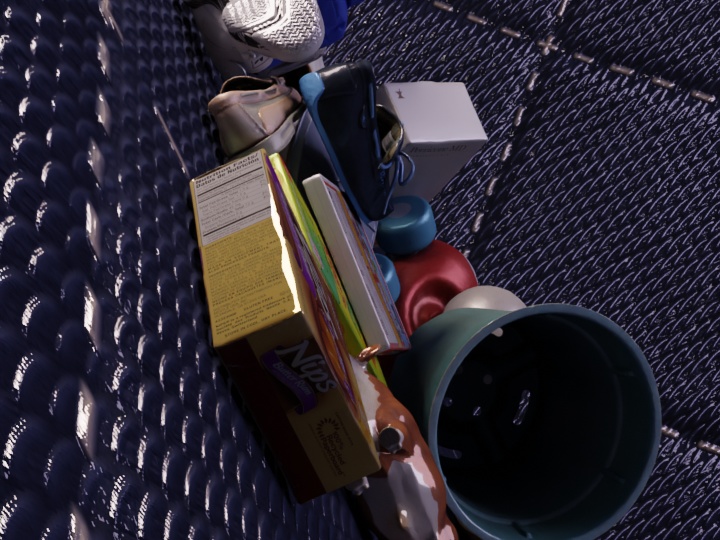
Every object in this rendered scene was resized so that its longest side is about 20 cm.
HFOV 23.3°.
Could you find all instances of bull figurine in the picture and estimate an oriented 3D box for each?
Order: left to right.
[{"bbox_3d":[0.019,0.144,1.226,0.121,0.065,0.201,-77,142,-78],"label":"bull figurine"}]

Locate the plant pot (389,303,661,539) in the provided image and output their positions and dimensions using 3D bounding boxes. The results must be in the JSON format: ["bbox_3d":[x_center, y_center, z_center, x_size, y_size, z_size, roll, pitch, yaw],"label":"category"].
[{"bbox_3d":[0.120,0.117,1.472,0.201,0.199,0.196,66,-13,-12],"label":"plant pot"}]

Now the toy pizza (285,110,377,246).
[{"bbox_3d":[-0.031,-0.067,1.532,0.200,0.031,0.202,5,90,-68],"label":"toy pizza"}]

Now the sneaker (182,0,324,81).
[{"bbox_3d":[-0.083,-0.202,1.474,0.200,0.075,0.115,39,-18,43],"label":"sneaker"}]

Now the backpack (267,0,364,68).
[{"bbox_3d":[-0.086,-0.304,1.644,0.200,0.167,0.163,-128,-159,-50],"label":"backpack"}]

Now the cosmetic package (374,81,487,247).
[{"bbox_3d":[0.025,-0.100,1.715,0.200,0.101,0.072,-47,-123,46],"label":"cosmetic package"}]

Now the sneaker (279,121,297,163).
[{"bbox_3d":[-0.069,-0.103,1.589,0.200,0.084,0.073,-52,142,-64],"label":"sneaker"}]

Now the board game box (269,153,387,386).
[{"bbox_3d":[-0.037,0.018,1.297,0.200,0.047,0.102,63,5,-50],"label":"board game box"}]

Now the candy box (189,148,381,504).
[{"bbox_3d":[-0.047,0.027,1.017,0.200,0.056,0.117,-105,171,-60],"label":"candy box"}]

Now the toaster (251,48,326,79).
[{"bbox_3d":[-0.100,-0.294,1.853,0.200,0.113,0.130,-111,179,-55],"label":"toaster"}]

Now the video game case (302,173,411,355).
[{"bbox_3d":[0.000,0.000,1.409,0.200,0.017,0.144,22,45,-83],"label":"video game case"}]

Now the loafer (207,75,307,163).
[{"bbox_3d":[-0.086,-0.132,1.397,0.063,0.072,0.200,58,8,-14],"label":"loafer"}]

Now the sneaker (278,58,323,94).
[{"bbox_3d":[-0.076,-0.221,2.183,0.201,0.072,0.085,72,28,-52],"label":"sneaker"}]

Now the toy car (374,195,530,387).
[{"bbox_3d":[0.103,0.048,1.656,0.177,0.199,0.185,-57,140,-42],"label":"toy car"}]

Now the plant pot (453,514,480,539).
[{"bbox_3d":[0.192,0.290,2.220,0.200,0.186,0.187,21,44,-66],"label":"plant pot"}]

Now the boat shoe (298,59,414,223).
[{"bbox_3d":[0.009,-0.100,1.438,0.200,0.068,0.085,63,3,-66],"label":"boat shoe"}]
